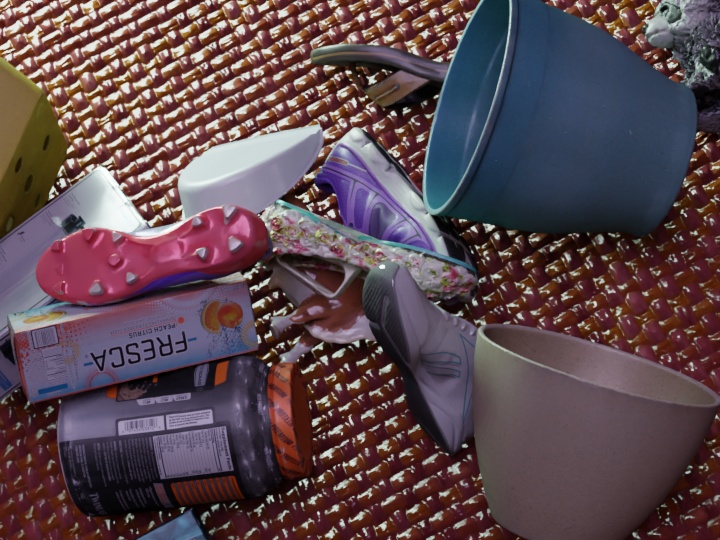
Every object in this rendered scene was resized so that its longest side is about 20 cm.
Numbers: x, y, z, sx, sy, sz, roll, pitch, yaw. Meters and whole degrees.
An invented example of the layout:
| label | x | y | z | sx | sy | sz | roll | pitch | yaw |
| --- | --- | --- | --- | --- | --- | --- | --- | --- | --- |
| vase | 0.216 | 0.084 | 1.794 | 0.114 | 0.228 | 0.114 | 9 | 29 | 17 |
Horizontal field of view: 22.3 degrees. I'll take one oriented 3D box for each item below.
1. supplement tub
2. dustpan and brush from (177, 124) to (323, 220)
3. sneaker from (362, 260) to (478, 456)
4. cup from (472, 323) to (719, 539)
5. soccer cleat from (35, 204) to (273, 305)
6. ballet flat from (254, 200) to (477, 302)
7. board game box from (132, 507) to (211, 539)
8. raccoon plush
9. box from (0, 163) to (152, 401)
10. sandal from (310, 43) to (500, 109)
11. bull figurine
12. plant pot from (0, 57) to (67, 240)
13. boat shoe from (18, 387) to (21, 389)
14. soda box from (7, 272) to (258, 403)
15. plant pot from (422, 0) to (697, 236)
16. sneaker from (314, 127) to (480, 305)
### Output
| label | x | y | z | sx | sy | sz | roll | pitch | yaw |
| --- | --- | --- | --- | --- | --- | --- | --- | --- | --- |
| supplement tub | -0.145 | 0.137 | 1.537 | 0.198 | 0.123 | 0.124 | -7 | 66 | 7 |
| dustpan and brush | -0.122 | -0.057 | 1.602 | 0.139 | 0.058 | 0.200 | -9 | 20 | 32 |
| sneaker | 0.062 | 0.059 | 1.501 | 0.080 | 0.201 | 0.070 | -35 | 40 | -12 |
| cup | 0.170 | 0.141 | 1.452 | 0.199 | 0.200 | 0.145 | 18 | 98 | 18 |
| soccer cleat | -0.168 | -0.008 | 1.504 | 0.198 | 0.076 | 0.067 | -14 | 71 | 14 |
| ballet flat | 0.000 | 0.000 | 1.534 | 0.198 | 0.076 | 0.064 | 18 | 78 | 19 |
| board game box | -0.195 | 0.303 | 1.508 | 0.199 | 0.028 | 0.136 | -28 | 83 | -1 |
| raccoon plush | 0.348 | -0.190 | 1.620 | 0.198 | 0.097 | 0.135 | 13 | 53 | -15 |
| box | -0.270 | 0.010 | 1.586 | 0.199 | 0.060 | 0.117 | -38 | 43 | -6 |
| sandal | 0.046 | -0.169 | 1.666 | 0.198 | 0.082 | 0.055 | 14 | 92 | 9 |
| bull figurine | -0.041 | 0.017 | 1.592 | 0.121 | 0.065 | 0.200 | -29 | 59 | -23 |
| plant pot | -0.378 | -0.105 | 1.656 | 0.175 | 0.200 | 0.201 | 19 | 72 | 7 |
| boat shoe | -0.251 | 0.051 | 1.628 | 0.200 | 0.060 | 0.074 | -40 | 41 | -8 |
| soda box | -0.189 | 0.051 | 1.517 | 0.198 | 0.068 | 0.064 | -12 | 105 | -13 |
| plant pot | 0.173 | -0.118 | 1.541 | 0.186 | 0.200 | 0.202 | 16 | 69 | -12 |
| sneaker | 0.031 | -0.035 | 1.614 | 0.083 | 0.081 | 0.200 | -45 | 58 | 9 |
